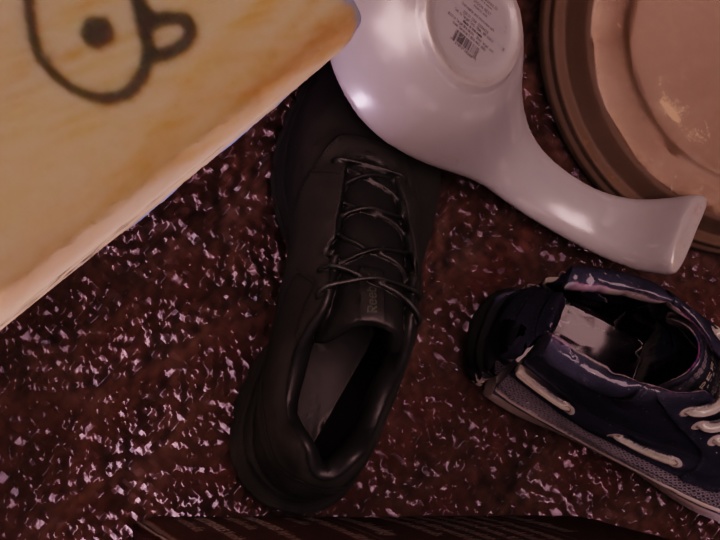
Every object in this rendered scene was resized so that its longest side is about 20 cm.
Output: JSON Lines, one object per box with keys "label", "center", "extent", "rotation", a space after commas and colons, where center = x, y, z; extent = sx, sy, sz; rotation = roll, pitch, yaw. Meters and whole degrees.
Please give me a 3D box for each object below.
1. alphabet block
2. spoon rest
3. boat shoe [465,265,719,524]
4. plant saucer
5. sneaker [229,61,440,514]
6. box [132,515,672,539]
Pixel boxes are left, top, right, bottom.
{"label": "alphabet block", "center": [-0.160, -0.073, 0.751], "extent": [0.195, 0.196, 0.200], "rotation": [49, 49, -3]}
{"label": "spoon rest", "center": [0.058, -0.068, 0.890], "extent": [0.200, 0.061, 0.099], "rotation": [41, 62, -27]}
{"label": "boat shoe", "center": [0.146, 0.058, 0.905], "extent": [0.200, 0.093, 0.075], "rotation": [20, 76, -9]}
{"label": "plant saucer", "center": [0.178, -0.104, 0.949], "extent": [0.200, 0.029, 0.200], "rotation": [-1, 95, -8]}
{"label": "sneaker", "center": [0.000, 0.000, 0.878], "extent": [0.076, 0.091, 0.200], "rotation": [9, 81, -13]}
{"label": "box", "center": [0.021, 0.182, 0.822], "extent": [0.200, 0.164, 0.166], "rotation": [2, 88, -16]}
